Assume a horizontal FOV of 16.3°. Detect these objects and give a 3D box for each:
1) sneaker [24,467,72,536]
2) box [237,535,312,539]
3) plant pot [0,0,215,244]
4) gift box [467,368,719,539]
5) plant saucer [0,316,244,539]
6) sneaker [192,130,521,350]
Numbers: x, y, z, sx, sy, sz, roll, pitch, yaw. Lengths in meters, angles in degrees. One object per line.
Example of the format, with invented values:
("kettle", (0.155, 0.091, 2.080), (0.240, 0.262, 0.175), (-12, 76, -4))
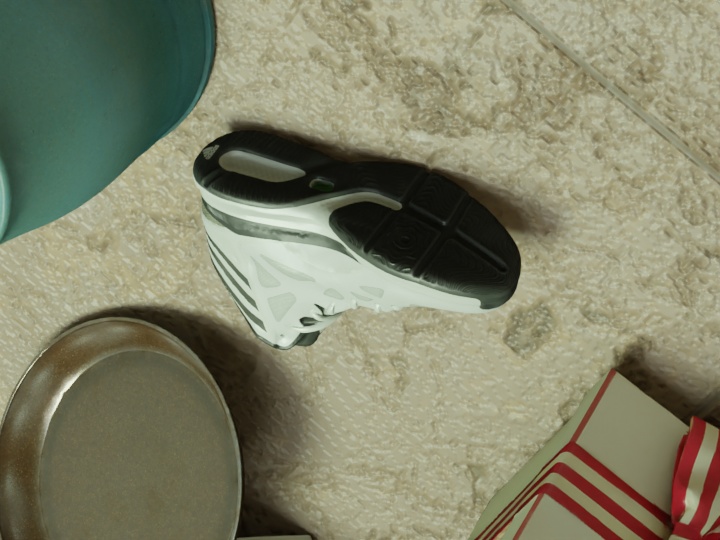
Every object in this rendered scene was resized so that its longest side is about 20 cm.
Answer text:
("sneaker", (-0.213, 0.158, 1.636), (0.198, 0.073, 0.083), (5, 109, 16))
("box", (-0.068, 0.282, 1.555), (0.124, 0.097, 0.201), (-45, 55, 41))
("plant pot", (-0.205, -0.103, 1.351), (0.198, 0.188, 0.201), (13, 128, 17))
("gift box", (0.156, 0.188, 1.399), (0.199, 0.185, 0.187), (32, 140, -4))
("plant saucer", (-0.143, 0.130, 1.536), (0.199, 0.032, 0.202), (-4, 84, 35))
("sneaker", (0.000, 0.000, 1.414), (0.199, 0.076, 0.116), (21, 139, 22))
